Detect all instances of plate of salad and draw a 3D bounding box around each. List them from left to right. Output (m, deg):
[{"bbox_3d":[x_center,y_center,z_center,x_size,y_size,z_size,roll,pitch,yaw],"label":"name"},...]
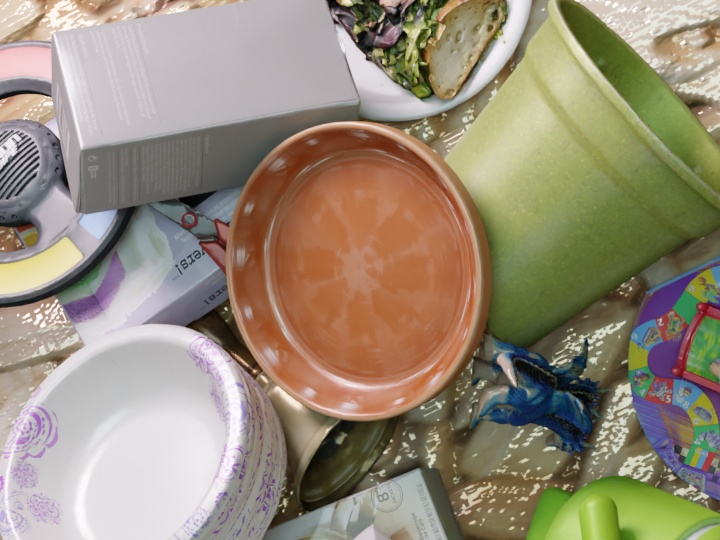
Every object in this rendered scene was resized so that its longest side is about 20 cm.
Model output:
[{"bbox_3d":[0.025,-0.208,1.788,0.199,0.048,0.201,-1,84,12],"label":"plate of salad"}]

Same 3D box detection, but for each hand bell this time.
[{"bbox_3d":[-0.077,0.070,1.771,0.200,0.104,0.104,39,93,25],"label":"hand bell"}]

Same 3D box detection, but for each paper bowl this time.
[{"bbox_3d":[-0.142,0.147,1.695,0.200,0.104,0.202,-15,55,22],"label":"paper bowl"}]

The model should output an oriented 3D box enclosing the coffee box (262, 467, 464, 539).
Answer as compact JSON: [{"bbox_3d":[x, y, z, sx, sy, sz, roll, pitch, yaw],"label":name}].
[{"bbox_3d":[-0.023,0.226,1.734,0.199,0.080,0.114,-23,81,9],"label":"coffee box"}]

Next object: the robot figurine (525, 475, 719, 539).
[{"bbox_3d":[0.199,0.208,1.650,0.200,0.175,0.116,20,89,46],"label":"robot figurine"}]

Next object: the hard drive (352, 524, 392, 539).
[{"bbox_3d":[0.034,0.272,1.677,0.200,0.027,0.132,40,109,-22],"label":"hard drive"}]

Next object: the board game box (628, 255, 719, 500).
[{"bbox_3d":[0.271,0.059,1.689,0.199,0.039,0.159,-26,75,20],"label":"board game box"}]

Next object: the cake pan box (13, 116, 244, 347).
[{"bbox_3d":[-0.148,-0.054,1.789,0.200,0.052,0.185,-35,68,5],"label":"cake pan box"}]

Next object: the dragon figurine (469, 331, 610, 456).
[{"bbox_3d":[0.127,0.078,1.660,0.099,0.200,0.059,3,72,-2],"label":"dragon figurine"}]

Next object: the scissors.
[{"bbox_3d":[-0.104,-0.033,1.726,0.073,0.014,0.200,-44,87,6],"label":"scissors"}]

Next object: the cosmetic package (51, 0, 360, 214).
[{"bbox_3d":[-0.108,-0.118,1.709,0.199,0.090,0.107,-8,58,-13],"label":"cosmetic package"}]

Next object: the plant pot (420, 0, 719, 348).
[{"bbox_3d":[0.135,-0.053,1.688,0.184,0.200,0.201,-42,77,16],"label":"plant pot"}]

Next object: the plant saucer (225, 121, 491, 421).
[{"bbox_3d":[0.000,0.000,1.663,0.199,0.032,0.202,4,97,30],"label":"plant saucer"}]

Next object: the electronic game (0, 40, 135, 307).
[{"bbox_3d":[-0.248,-0.071,1.777,0.199,0.042,0.201,-6,71,17],"label":"electronic game"}]
